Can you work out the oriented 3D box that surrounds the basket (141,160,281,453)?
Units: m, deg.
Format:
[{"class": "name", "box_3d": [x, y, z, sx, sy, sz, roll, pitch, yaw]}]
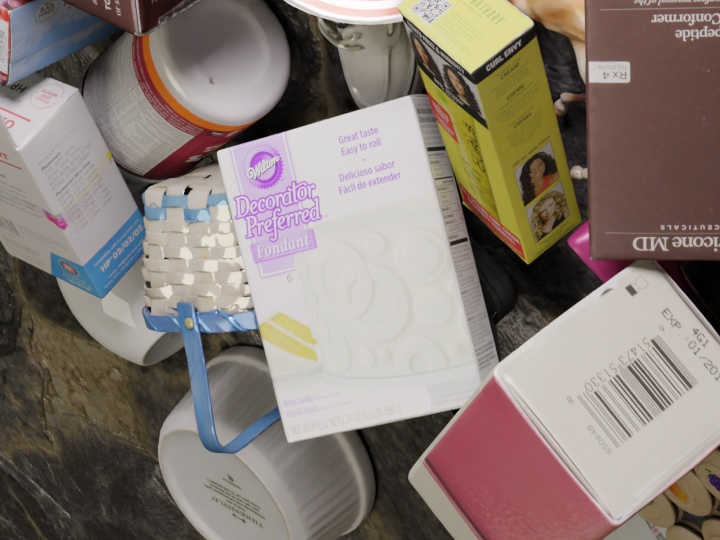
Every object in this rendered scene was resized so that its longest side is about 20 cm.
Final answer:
[{"class": "basket", "box_3d": [-0.073, 0.015, 1.200, 0.138, 0.176, 0.202, -5, 104, 36]}]

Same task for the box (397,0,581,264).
[{"class": "box", "box_3d": [0.081, -0.090, 0.973, 0.075, 0.050, 0.200, 46, 170, 33]}]

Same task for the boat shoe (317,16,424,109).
[{"class": "boat shoe", "box_3d": [-0.001, -0.174, 1.033, 0.071, 0.070, 0.201, 27, 138, 28]}]

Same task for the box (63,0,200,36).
[{"class": "box", "box_3d": [-0.163, -0.283, 1.023, 0.199, 0.166, 0.165, 27, 140, 28]}]

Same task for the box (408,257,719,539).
[{"class": "box", "box_3d": [0.127, 0.100, 0.957, 0.109, 0.127, 0.200, 51, 156, 11]}]

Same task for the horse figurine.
[{"class": "horse figurine", "box_3d": [0.137, -0.127, 0.949, 0.132, 0.050, 0.201, -6, 121, 57]}]

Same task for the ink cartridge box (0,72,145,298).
[{"class": "ink cartridge box", "box_3d": [-0.241, -0.084, 1.177, 0.115, 0.068, 0.201, 22, 149, 34]}]

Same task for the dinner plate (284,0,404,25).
[{"class": "dinner plate", "box_3d": [0.004, -0.245, 0.938, 0.198, 0.024, 0.202, 4, 107, 12]}]

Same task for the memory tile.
[{"class": "memory tile", "box_3d": [0.217, 0.133, 1.021, 0.154, 0.017, 0.200, 51, 157, 0]}]

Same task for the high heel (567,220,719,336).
[{"class": "high heel", "box_3d": [0.187, 0.046, 1.005, 0.067, 0.095, 0.202, -129, 22, -69]}]

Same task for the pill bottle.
[{"class": "pill bottle", "box_3d": [-0.143, -0.129, 1.190, 0.110, 0.109, 0.200, 54, 144, -7]}]

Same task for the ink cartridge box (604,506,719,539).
[{"class": "ink cartridge box", "box_3d": [0.190, 0.192, 1.185, 0.199, 0.057, 0.163, 37, 143, 8]}]

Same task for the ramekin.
[{"class": "ramekin", "box_3d": [-0.091, 0.174, 1.422, 0.201, 0.094, 0.204, 27, 138, 27]}]

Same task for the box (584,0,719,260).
[{"class": "box", "box_3d": [0.170, -0.107, 0.866, 0.099, 0.075, 0.202, 0, 122, 11]}]

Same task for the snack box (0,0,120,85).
[{"class": "snack box", "box_3d": [-0.263, -0.232, 1.170, 0.199, 0.168, 0.068, 30, 132, 22]}]

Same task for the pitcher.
[{"class": "pitcher", "box_3d": [-0.202, -0.034, 1.329, 0.201, 0.121, 0.172, 52, 153, 11]}]

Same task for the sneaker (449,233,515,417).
[{"class": "sneaker", "box_3d": [0.034, 0.006, 1.131, 0.200, 0.104, 0.060, 45, 144, 6]}]

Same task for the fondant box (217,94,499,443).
[{"class": "fondant box", "box_3d": [0.000, 0.000, 1.065, 0.143, 0.058, 0.202, -14, 90, 21]}]
